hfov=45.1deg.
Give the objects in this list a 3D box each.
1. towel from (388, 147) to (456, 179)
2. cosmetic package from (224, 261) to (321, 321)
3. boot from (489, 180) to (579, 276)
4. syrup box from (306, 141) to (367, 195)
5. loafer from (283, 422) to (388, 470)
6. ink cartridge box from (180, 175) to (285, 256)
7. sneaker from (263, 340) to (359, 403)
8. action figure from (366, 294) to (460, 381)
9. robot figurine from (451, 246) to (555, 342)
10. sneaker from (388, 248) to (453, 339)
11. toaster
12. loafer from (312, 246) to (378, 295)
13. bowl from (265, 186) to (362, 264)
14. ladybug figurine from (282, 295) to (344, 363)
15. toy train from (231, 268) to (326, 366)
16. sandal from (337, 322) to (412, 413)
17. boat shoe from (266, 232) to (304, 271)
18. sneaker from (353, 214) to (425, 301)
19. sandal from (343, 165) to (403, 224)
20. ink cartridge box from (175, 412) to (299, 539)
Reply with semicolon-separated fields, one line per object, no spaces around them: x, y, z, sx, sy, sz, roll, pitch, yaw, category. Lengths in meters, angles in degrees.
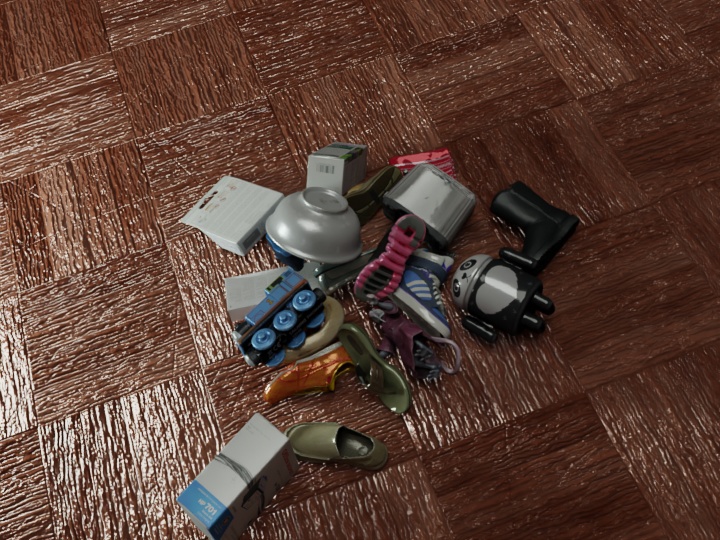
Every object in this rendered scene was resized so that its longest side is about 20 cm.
0.142;-0.181;1.904;0.144;0.023;0.201;-8;56;2;towel
-0.173;0.043;1.775;0.199;0.051;0.083;-10;52;-1;cosmetic package
0.332;-0.086;1.784;0.168;0.077;0.200;34;59;21;boot
-0.047;-0.221;1.856;0.078;0.082;0.200;9;19;12;syrup box
-0.049;0.310;1.573;0.199;0.068;0.076;6;57;10;loafer
-0.278;-0.124;1.914;0.200;0.047;0.160;20;60;38;ink cartridge box
-0.091;0.204;1.649;0.200;0.073;0.077;-27;67;-8;sneaker
0.085;0.114;1.660;0.148;0.134;0.200;-8;31;-30;action figure
0.272;0.048;1.674;0.200;0.125;0.150;28;48;22;robot figurine
0.147;0.033;1.723;0.146;0.081;0.200;-40;54;-12;sneaker
0.151;-0.128;1.794;0.200;0.114;0.129;36;80;12;toaster
0.000;0.000;1.767;0.199;0.072;0.063;-17;77;-26;loafer
-0.081;-0.104;1.722;0.200;0.091;0.201;13;31;-8;bowl
-0.125;0.121;1.704;0.199;0.072;0.136;-20;56;-7;ladybug figurine
-0.156;0.094;1.636;0.114;0.087;0.200;32;67;35;toy train
0.017;0.188;1.613;0.201;0.080;0.057;50;45;7;sandal
-0.155;-0.048;1.801;0.084;0.069;0.200;-25;23;8;boat shoe
0.054;-0.027;1.718;0.079;0.095;0.200;34;97;-16;sneaker
0.005;-0.159;1.877;0.200;0.080;0.054;-40;36;-14;sandal
-0.207;0.368;1.506;0.086;0.147;0.200;35;67;24;ink cartridge box
